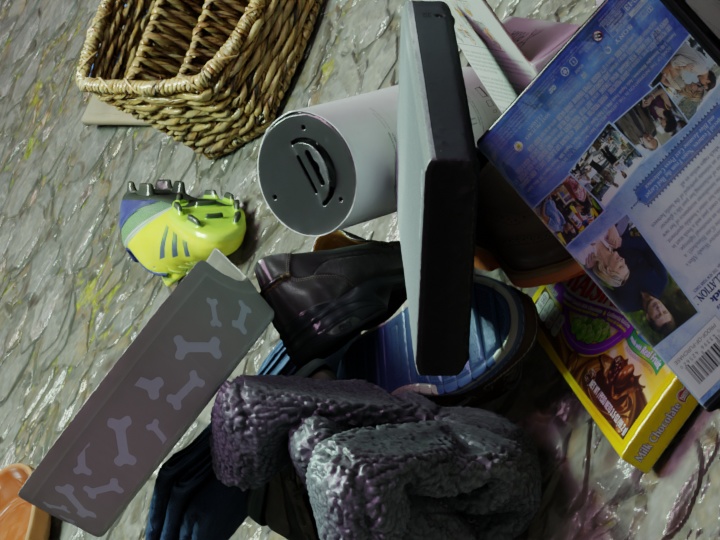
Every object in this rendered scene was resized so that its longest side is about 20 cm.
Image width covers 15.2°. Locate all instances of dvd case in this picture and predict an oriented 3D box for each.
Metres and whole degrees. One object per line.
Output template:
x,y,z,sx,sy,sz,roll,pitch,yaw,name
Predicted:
0.171,-0.044,1.444,0.143,0.200,0.018,-47,-16,26,dvd case

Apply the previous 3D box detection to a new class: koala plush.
0.009,0.180,1.579,0.177,0.183,0.201,28,111,55,koala plush

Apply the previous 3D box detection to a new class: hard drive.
0.043,-0.051,1.569,0.200,0.033,0.140,-96,7,-59,hard drive

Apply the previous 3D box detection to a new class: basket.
-0.128,-0.220,2.270,0.143,0.149,0.201,-23,44,56,basket

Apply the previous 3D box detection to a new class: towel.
-0.074,0.114,1.799,0.200,0.048,0.112,-50,-14,-39,towel

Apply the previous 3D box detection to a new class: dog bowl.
-0.127,0.078,1.652,0.200,0.059,0.200,-51,1,1,dog bowl

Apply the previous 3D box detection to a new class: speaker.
0.022,-0.079,1.745,0.081,0.081,0.200,-44,-15,35,speaker

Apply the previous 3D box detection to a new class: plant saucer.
-0.316,0.260,2.279,0.200,0.032,0.201,-45,29,34,plant saucer

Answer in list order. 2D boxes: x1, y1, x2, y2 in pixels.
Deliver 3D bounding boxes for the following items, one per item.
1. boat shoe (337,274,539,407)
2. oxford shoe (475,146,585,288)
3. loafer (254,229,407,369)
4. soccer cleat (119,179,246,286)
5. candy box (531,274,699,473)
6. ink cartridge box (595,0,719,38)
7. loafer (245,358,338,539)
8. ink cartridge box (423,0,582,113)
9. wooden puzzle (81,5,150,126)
0.061,0.048,1.664,0.200,0.072,0.073,-24,66,58,boat shoe
0.103,-0.037,1.591,0.071,0.073,0.200,-24,14,-21,oxford shoe
0.000,0.000,1.754,0.073,0.072,0.200,-37,-5,26,loafer
-0.144,-0.025,2.223,0.200,0.064,0.084,-160,68,-63,soccer cleat
0.156,0.030,1.561,0.102,0.026,0.200,-54,24,10,candy box
0.187,-0.111,1.557,0.039,0.099,0.201,-41,29,28,ink cartridge box
-0.027,0.121,1.711,0.072,0.063,0.200,-43,-15,-24,loafer
0.097,-0.136,1.632,0.045,0.177,0.200,-36,11,-4,ink cartridge box
-0.201,-0.227,2.557,0.200,0.046,0.186,2,66,65,wooden puzzle
